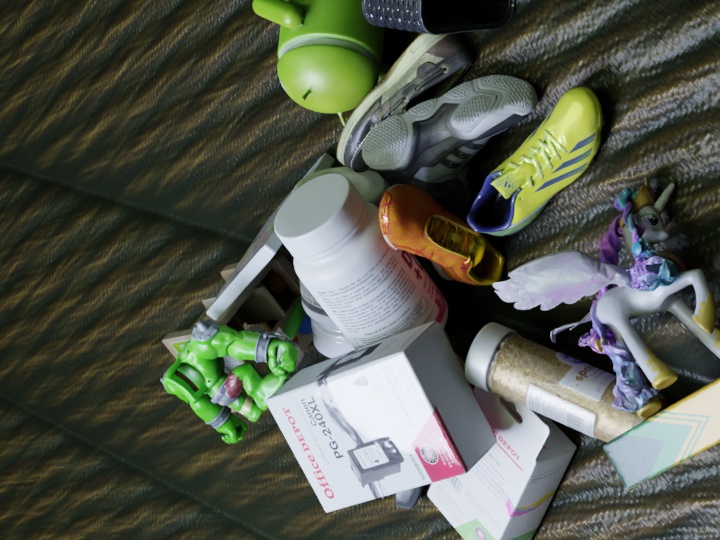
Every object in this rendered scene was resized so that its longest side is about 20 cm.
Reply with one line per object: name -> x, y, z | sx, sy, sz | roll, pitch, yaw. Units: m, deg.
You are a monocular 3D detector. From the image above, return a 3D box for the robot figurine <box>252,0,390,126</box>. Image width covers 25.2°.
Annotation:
robot figurine -> -0.031, -0.264, 1.774 | 0.115, 0.175, 0.202 | -11, 65, 38

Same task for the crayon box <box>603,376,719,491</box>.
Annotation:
crayon box -> 0.329, 0.124, 1.455 | 0.200, 0.126, 0.051 | -39, 76, 46

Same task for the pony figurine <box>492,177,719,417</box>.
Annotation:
pony figurine -> 0.250, 0.031, 1.526 | 0.192, 0.166, 0.201 | -33, 60, 18

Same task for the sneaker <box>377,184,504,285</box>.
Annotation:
sneaker -> 0.087, -0.040, 1.674 | 0.077, 0.200, 0.074 | 8, 78, 38

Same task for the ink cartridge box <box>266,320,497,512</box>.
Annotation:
ink cartridge box -> 0.020, 0.157, 1.685 | 0.199, 0.083, 0.146 | -22, 100, 36

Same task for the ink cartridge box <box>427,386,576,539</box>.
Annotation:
ink cartridge box -> 0.157, 0.202, 1.731 | 0.117, 0.067, 0.201 | 47, 133, 34

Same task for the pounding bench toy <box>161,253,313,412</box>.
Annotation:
pounding bench toy -> -0.106, 0.067, 1.937 | 0.199, 0.156, 0.124 | -12, 123, 50

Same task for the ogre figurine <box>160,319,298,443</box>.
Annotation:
ogre figurine -> -0.153, 0.118, 1.814 | 0.119, 0.099, 0.200 | 29, 159, -7

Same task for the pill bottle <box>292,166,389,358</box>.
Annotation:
pill bottle -> -0.015, -0.007, 1.834 | 0.113, 0.113, 0.201 | 28, 134, 43

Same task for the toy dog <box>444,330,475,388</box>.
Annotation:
toy dog -> 0.066, 0.153, 1.782 | 0.200, 0.096, 0.133 | -36, 42, 43

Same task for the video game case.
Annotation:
video game case -> -0.105, -0.042, 1.896 | 0.018, 0.200, 0.143 | 37, 131, -7

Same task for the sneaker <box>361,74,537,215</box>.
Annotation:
sneaker -> 0.109, -0.128, 1.702 | 0.199, 0.076, 0.114 | -19, 127, 22

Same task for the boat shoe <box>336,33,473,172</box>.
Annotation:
boat shoe -> 0.048, -0.176, 1.749 | 0.066, 0.072, 0.201 | 50, 118, 23

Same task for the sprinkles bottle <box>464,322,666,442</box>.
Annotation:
sprinkles bottle -> 0.204, 0.119, 1.612 | 0.199, 0.068, 0.069 | 24, 118, 26

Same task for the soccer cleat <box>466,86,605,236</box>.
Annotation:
soccer cleat -> 0.175, -0.103, 1.617 | 0.065, 0.083, 0.201 | 57, 137, 23

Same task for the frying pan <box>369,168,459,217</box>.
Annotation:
frying pan -> 0.056, -0.083, 1.816 | 0.115, 0.031, 0.191 | -45, 62, 48

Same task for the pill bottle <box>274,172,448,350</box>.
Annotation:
pill bottle -> 0.000, 0.000, 1.708 | 0.113, 0.114, 0.200 | 10, 145, 49

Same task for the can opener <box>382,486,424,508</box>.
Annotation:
can opener -> 0.049, 0.177, 1.880 | 0.066, 0.053, 0.202 | 7, 109, 16

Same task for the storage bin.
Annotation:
storage bin -> 0.081, -0.347, 1.629 | 0.093, 0.135, 0.202 | 19, 113, 46
